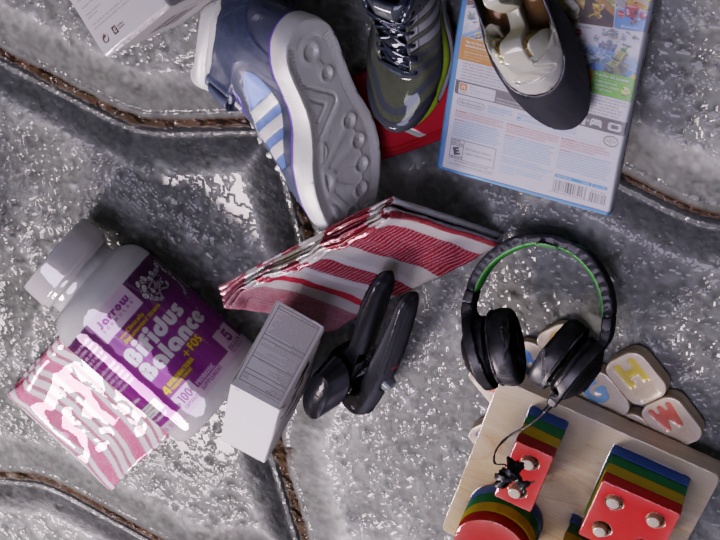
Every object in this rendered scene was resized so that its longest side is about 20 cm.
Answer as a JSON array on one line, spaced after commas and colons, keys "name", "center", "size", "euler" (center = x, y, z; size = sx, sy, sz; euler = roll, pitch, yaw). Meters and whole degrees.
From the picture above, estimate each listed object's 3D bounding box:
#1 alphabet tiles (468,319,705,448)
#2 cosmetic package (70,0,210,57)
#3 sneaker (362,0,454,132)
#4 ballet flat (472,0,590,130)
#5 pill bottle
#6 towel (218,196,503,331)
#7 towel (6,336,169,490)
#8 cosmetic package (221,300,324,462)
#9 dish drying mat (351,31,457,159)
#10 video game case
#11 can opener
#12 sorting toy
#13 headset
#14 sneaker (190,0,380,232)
[{"name": "alphabet tiles", "center": [0.191, 0.137, 1.530], "size": [0.199, 0.015, 0.196], "euler": [-30, 106, 38]}, {"name": "cosmetic package", "center": [-0.194, -0.276, 1.352], "size": [0.085, 0.108, 0.201], "euler": [-29, 95, 37]}, {"name": "sneaker", "center": [0.028, -0.193, 1.331], "size": [0.073, 0.081, 0.202], "euler": [17, 122, 23]}, {"name": "ballet flat", "center": [0.107, -0.185, 1.279], "size": [0.073, 0.073, 0.201], "euler": [-12, 107, 32]}, {"name": "pill bottle", "center": [-0.198, 0.049, 1.596], "size": [0.200, 0.112, 0.112], "euler": [41, 130, -5]}, {"name": "towel", "center": [0.000, 0.000, 1.468], "size": [0.199, 0.023, 0.143], "euler": [-27, 152, 36]}, {"name": "towel", "center": [-0.247, 0.122, 1.724], "size": [0.146, 0.030, 0.200], "euler": [44, 130, -6]}, {"name": "cosmetic package", "center": [-0.077, 0.100, 1.532], "size": [0.050, 0.083, 0.200], "euler": [29, 161, 3]}, {"name": "dish drying mat", "center": [0.076, -0.145, 1.391], "size": [0.199, 0.018, 0.077], "euler": [-18, 111, 34]}, {"name": "video game case", "center": [0.138, -0.152, 1.332], "size": [0.142, 0.018, 0.202], "euler": [17, 118, 17]}, {"name": "can opener", "center": [0.011, 0.068, 1.515], "size": [0.063, 0.079, 0.200], "euler": [36, 143, 4]}, {"name": "sorting toy", "center": [0.179, 0.212, 1.534], "size": [0.199, 0.070, 0.200], "euler": [23, 131, 7]}, {"name": "headset", "center": [0.134, 0.071, 1.428], "size": [0.122, 0.094, 0.202], "euler": [10, 97, 16]}, {"name": "sneaker", "center": [-0.067, -0.131, 1.433], "size": [0.146, 0.080, 0.201], "euler": [22, 139, 44]}]
